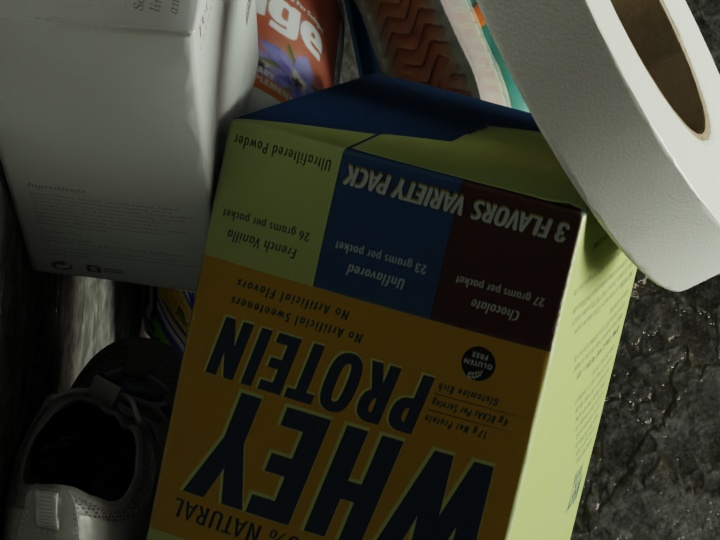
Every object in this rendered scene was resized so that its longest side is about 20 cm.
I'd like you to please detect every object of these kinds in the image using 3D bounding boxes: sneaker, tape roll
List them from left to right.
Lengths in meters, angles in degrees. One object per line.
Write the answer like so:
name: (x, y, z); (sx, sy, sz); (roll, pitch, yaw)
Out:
sneaker: (-0.096, 0.073, 0.888); (0.200, 0.074, 0.082); (-83, 179, -63)
sneaker: (0.046, -0.131, 1.022); (0.071, 0.080, 0.201); (-26, -110, 44)
tape roll: (0.090, -0.090, 0.823); (0.203, 0.037, 0.203); (52, 22, -30)

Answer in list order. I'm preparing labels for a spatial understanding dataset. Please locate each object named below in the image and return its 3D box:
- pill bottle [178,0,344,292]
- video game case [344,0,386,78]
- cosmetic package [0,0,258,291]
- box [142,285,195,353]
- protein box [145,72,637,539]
pill bottle: (-0.065, -0.092, 1.017); (0.200, 0.112, 0.113); (-86, 179, -52)
video game case: (0.054, -0.092, 1.071); (0.018, 0.143, 0.201); (-32, -120, 42)
cosmetic package: (-0.084, -0.084, 0.796); (0.200, 0.081, 0.113); (95, 2, -67)
box: (-0.077, -0.023, 1.200); (0.064, 0.070, 0.201); (50, -27, 31)
protein box: (0.020, 0.042, 0.879); (0.198, 0.134, 0.201); (-31, 135, -71)
